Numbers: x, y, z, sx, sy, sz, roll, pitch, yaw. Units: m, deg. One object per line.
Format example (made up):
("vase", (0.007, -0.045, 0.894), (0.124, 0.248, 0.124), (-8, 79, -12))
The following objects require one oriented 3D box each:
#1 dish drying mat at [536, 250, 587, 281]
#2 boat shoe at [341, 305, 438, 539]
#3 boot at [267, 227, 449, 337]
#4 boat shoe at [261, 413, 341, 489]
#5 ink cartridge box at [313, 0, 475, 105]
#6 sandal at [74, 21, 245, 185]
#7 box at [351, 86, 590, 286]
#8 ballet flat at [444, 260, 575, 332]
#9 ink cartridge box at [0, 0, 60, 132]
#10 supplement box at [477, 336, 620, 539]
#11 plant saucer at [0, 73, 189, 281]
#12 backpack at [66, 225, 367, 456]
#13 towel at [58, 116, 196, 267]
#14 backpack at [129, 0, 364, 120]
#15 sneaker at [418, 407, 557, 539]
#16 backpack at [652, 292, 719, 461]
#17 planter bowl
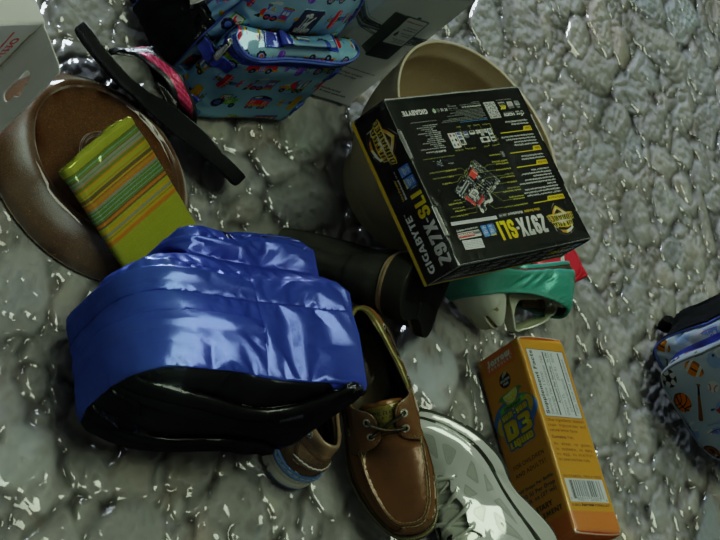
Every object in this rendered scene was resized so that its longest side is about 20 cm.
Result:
("dish drying mat", (0.163, -0.069, 2.025), (0.077, 0.018, 0.200), (-26, 83, -51))
("boat shoe", (0.015, 0.126, 1.643), (0.072, 0.068, 0.200), (-17, 69, -6))
("boot", (0.000, 0.000, 1.762), (0.200, 0.138, 0.078), (41, 66, -74))
("boat shoe", (-0.049, 0.079, 1.644), (0.072, 0.072, 0.200), (11, 54, -41))
("ink cartridge box", (0.009, -0.274, 1.871), (0.083, 0.200, 0.147), (14, 52, -40))
("sandal", (-0.166, -0.152, 1.697), (0.200, 0.045, 0.075), (41, 2, -24))
("box", (0.099, -0.077, 1.724), (0.200, 0.049, 0.160), (-12, 75, -49))
("ballet flat", (0.138, 0.024, 1.895), (0.200, 0.067, 0.071), (2, 79, -43))
("ink cartridge box", (-0.322, -0.211, 1.541), (0.067, 0.117, 0.200), (-9, 68, -48))
("supplement box", (0.172, 0.163, 1.820), (0.069, 0.067, 0.200), (10, 55, -38))
("plant saucer", (-0.216, -0.084, 1.628), (0.200, 0.032, 0.201), (28, 45, -31))
("backpack", (-0.126, 0.055, 1.515), (0.200, 0.163, 0.168), (3, 59, -33))
("towel", (-0.167, -0.020, 1.599), (0.086, 0.018, 0.200), (-44, 112, -39))
("backpack", (-0.077, -0.239, 1.754), (0.182, 0.200, 0.135), (1, 61, -47))
("sneaker", (0.088, 0.215, 1.683), (0.201, 0.076, 0.115), (47, 36, -13))
("backpack", (0.414, 0.117, 2.022), (0.191, 0.200, 0.154), (54, 42, -11))
("planter bowl", (0.069, -0.097, 1.851), (0.200, 0.135, 0.201), (25, 48, -31))
